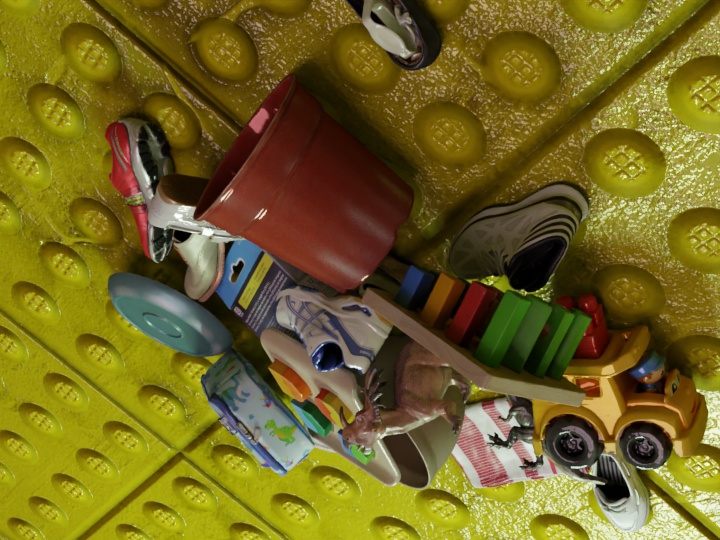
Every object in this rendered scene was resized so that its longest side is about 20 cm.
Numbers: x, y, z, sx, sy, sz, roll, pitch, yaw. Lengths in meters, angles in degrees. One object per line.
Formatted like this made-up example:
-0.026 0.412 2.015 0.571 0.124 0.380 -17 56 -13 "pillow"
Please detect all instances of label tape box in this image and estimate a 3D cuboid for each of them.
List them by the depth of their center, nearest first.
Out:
-0.092 0.040 1.565 0.200 0.066 0.144 45 138 10 "label tape box"

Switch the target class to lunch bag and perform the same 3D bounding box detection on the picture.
-0.146 0.200 1.661 0.161 0.082 0.200 49 174 -16 "lunch bag"

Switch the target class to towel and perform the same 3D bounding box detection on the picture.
0.200 0.234 1.614 0.199 0.023 0.144 -17 118 39 "towel"

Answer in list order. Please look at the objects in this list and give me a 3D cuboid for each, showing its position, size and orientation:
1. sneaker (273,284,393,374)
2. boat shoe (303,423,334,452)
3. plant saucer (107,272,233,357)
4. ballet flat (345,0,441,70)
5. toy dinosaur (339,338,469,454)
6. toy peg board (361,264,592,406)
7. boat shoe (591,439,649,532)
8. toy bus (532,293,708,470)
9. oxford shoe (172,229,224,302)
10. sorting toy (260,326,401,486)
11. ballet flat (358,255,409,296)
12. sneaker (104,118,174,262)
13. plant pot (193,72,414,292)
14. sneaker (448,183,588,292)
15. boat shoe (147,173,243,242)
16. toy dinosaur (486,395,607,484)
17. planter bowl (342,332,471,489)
-0.050 0.073 1.417 0.075 0.089 0.199 35 162 -34 "sneaker"
0.019 0.244 1.696 0.200 0.060 0.073 18 103 13 "boat shoe"
-0.275 0.070 1.678 0.199 0.028 0.200 22 157 10 "plant saucer"
0.010 -0.286 1.221 0.073 0.073 0.200 -25 113 42 "ballet flat"
0.065 0.126 1.389 0.135 0.201 0.086 23 147 4 "toy dinosaur"
0.144 0.051 1.310 0.199 0.199 0.098 35 103 40 "toy peg board"
0.330 0.285 1.552 0.073 0.067 0.201 0 128 30 "boat shoe"
0.296 0.122 1.398 0.199 0.136 0.193 -2 111 29 "toy bus"
-0.216 -0.037 1.550 0.071 0.073 0.201 59 144 40 "oxford shoe"
-0.043 0.179 1.510 0.185 0.036 0.201 26 148 43 "sorting toy"
0.000 0.000 1.482 0.199 0.067 0.068 24 136 9 "ballet flat"
-0.286 -0.108 1.551 0.084 0.077 0.201 11 122 28 "sneaker"
-0.056 -0.087 1.359 0.195 0.202 0.201 35 137 -14 "plant pot"
0.161 -0.019 1.341 0.076 0.116 0.200 46 135 -15 "sneaker"
-0.169 -0.068 1.457 0.199 0.071 0.069 11 133 -34 "boat shoe"
0.221 0.218 1.526 0.200 0.047 0.088 50 129 5 "toy dinosaur"
0.058 0.162 1.523 0.200 0.135 0.201 39 155 22 "planter bowl"
